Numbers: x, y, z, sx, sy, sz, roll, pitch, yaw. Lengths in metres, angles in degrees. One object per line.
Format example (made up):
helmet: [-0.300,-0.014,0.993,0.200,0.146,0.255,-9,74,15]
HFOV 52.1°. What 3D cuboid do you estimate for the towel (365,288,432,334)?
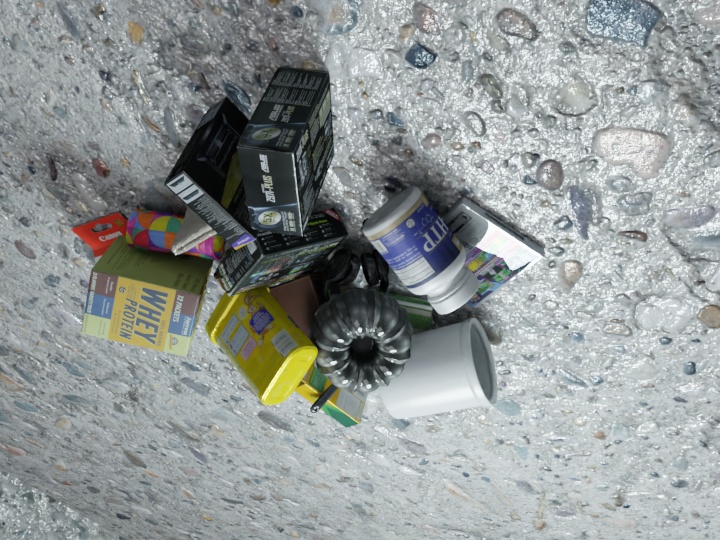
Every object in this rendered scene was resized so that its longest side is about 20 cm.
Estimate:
towel: [0.076,0.118,1.532,0.152,0.023,0.201,10,140,10]

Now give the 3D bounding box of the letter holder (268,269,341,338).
letter holder: [-0.136,0.095,1.457,0.199,0.100,0.143,-19,88,27]

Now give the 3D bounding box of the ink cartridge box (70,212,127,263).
ink cartridge box: [-0.507,-0.023,1.571,0.161,0.050,0.200,-13,134,31]

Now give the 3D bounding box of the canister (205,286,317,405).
canister: [-0.183,0.128,1.350,0.086,0.200,0.149,10,120,-53]

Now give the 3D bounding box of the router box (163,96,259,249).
router box: [-0.209,-0.159,1.189,0.052,0.201,0.157,-24,124,35]

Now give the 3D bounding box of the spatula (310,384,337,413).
spatula: [-0.036,0.232,1.575,0.200,0.021,0.057,-45,115,3]

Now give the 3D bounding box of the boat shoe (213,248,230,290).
boat shoe: [-0.237,-0.015,1.461,0.074,0.076,0.200,35,136,-13]

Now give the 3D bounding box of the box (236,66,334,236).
box: [-0.107,-0.182,1.124,0.086,0.201,0.164,9,140,9]

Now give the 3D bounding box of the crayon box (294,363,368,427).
crayon box: [-0.071,0.243,1.647,0.200,0.126,0.051,41,136,-24]

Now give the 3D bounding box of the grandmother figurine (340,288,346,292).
grandmother figurine: [-0.039,0.127,1.552,0.122,0.060,0.200,56,151,23]

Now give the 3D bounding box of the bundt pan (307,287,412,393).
bundt pan: [0.003,0.137,1.343,0.200,0.076,0.203,-2,108,-6]

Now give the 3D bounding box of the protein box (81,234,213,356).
protein box: [-0.412,0.046,1.449,0.199,0.199,0.136,14,110,-8]

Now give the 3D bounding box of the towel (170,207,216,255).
towel: [-0.262,-0.111,1.315,0.199,0.133,0.034,-24,129,38]

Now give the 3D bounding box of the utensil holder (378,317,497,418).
utensil holder: [0.151,0.199,1.457,0.199,0.171,0.170,-16,130,22]

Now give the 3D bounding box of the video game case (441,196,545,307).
video game case: [0.197,-0.027,1.324,0.182,0.023,0.200,31,137,-14]

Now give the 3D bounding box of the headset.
headset: [0.000,0.000,1.351,0.123,0.094,0.201,1,118,-17]

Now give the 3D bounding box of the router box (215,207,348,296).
router box: [-0.139,-0.034,1.317,0.150,0.199,0.062,-43,70,45]

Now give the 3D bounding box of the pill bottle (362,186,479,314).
pill bottle: [0.107,-0.030,1.244,0.119,0.120,0.200,-28,108,41]

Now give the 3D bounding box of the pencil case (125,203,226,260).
pencil case: [-0.358,-0.072,1.438,0.199,0.089,0.089,10,139,13]
